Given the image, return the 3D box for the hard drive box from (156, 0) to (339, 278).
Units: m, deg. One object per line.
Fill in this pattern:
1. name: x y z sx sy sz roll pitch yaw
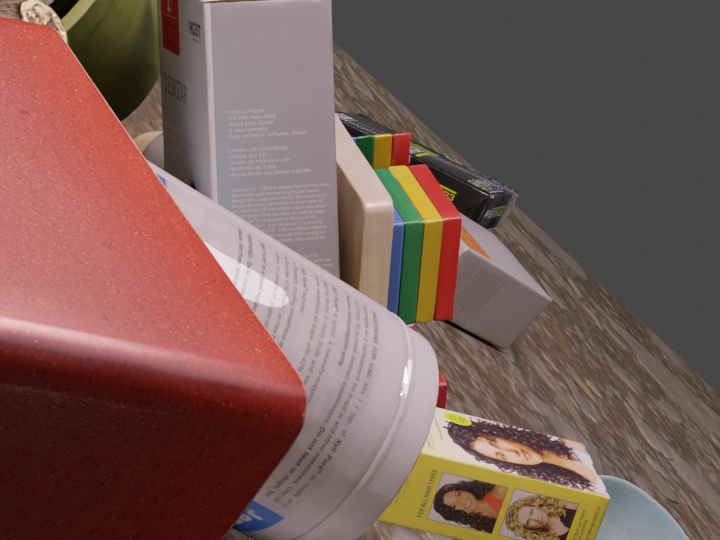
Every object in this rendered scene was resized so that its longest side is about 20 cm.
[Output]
1. hard drive box: -0.067 -0.068 1.424 0.077 0.200 0.156 -4 11 -14

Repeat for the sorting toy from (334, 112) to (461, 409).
1. sorting toy: 0.000 0.000 1.487 0.069 0.200 0.199 -6 30 -16

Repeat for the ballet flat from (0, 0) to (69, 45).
1. ballet flat: -0.198 -0.086 1.201 0.067 0.046 0.200 55 39 -9

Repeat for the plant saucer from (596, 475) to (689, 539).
1. plant saucer: 0.161 0.224 1.457 0.201 0.039 0.201 33 43 -37

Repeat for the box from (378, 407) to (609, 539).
1. box: 0.034 0.110 1.356 0.200 0.050 0.075 13 18 -14

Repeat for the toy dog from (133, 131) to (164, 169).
1. toy dog: -0.069 -0.075 1.623 0.200 0.096 0.132 -10 32 -39

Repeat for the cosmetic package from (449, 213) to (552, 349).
1. cosmetic package: 0.088 -0.003 2.234 0.101 0.071 0.200 49 10 28

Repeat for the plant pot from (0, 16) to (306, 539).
1. plant pot: -0.172 0.035 0.695 0.176 0.200 0.200 16 27 -43

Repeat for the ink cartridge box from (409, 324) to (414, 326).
1. ink cartridge box: -0.018 0.010 1.746 0.116 0.068 0.200 43 10 -5

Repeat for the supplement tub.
1. supplement tub: -0.077 0.038 1.142 0.200 0.132 0.132 32 14 -25

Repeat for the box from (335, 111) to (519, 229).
1. box: 0.054 -0.101 2.421 0.193 0.048 0.200 29 8 9

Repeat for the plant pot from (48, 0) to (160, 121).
1. plant pot: -0.205 -0.169 1.469 0.200 0.200 0.190 49 -3 23
